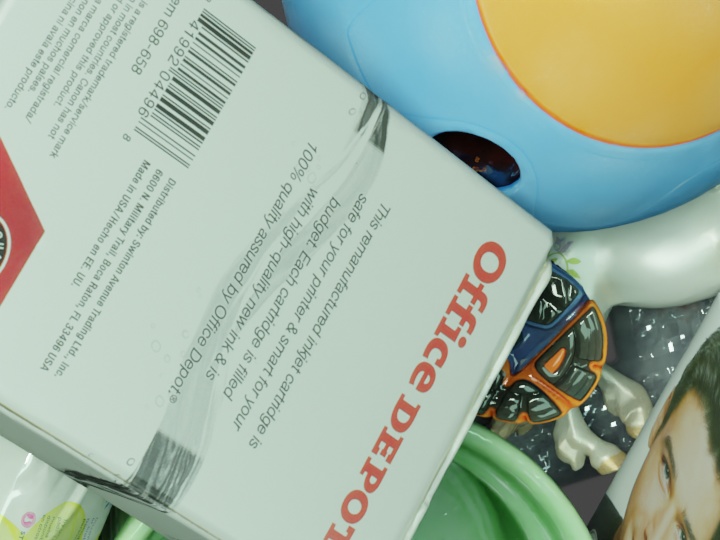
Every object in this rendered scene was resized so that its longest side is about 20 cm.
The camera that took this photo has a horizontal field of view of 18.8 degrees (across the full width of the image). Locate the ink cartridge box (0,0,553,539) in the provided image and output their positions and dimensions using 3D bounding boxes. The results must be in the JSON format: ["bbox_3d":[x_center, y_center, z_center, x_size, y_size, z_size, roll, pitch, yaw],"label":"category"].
[{"bbox_3d":[-0.057,-0.002,0.679,0.200,0.084,0.145,36,75,-24],"label":"ink cartridge box"}]

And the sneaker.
[{"bbox_3d":[0.000,0.000,0.817,0.199,0.078,0.076,27,99,10],"label":"sneaker"}]

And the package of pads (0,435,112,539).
[{"bbox_3d":[-0.179,0.110,0.764,0.154,0.068,0.201,24,94,27],"label":"package of pads"}]

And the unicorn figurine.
[{"bbox_3d":[0.132,-0.005,0.853,0.199,0.074,0.138,-18,92,-5],"label":"unicorn figurine"}]

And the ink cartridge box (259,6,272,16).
[{"bbox_3d":[-0.138,-0.109,0.754,0.199,0.116,0.068,26,92,-15],"label":"ink cartridge box"}]

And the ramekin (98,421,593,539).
[{"bbox_3d":[-0.012,0.133,0.823,0.198,0.098,0.202,-2,103,-10],"label":"ramekin"}]

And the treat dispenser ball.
[{"bbox_3d":[0.070,-0.114,0.758,0.199,0.201,0.202,-2,99,-13],"label":"treat dispenser ball"}]

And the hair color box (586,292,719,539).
[{"bbox_3d":[0.129,0.115,0.809,0.060,0.099,0.201,10,132,-14],"label":"hair color box"}]
